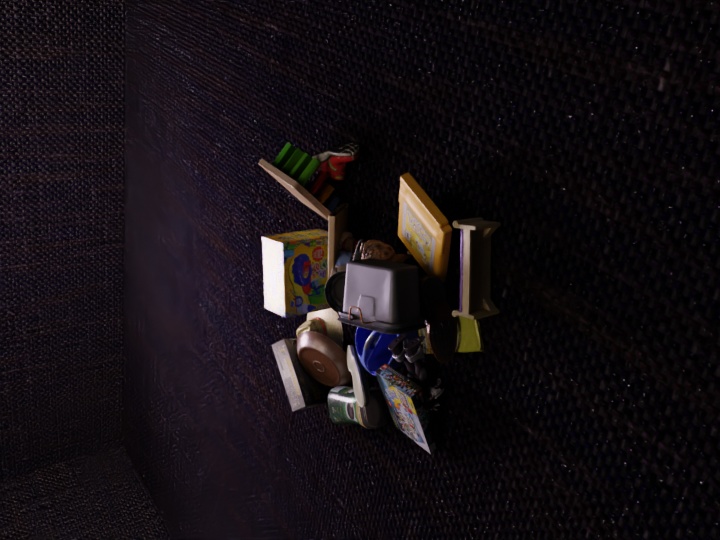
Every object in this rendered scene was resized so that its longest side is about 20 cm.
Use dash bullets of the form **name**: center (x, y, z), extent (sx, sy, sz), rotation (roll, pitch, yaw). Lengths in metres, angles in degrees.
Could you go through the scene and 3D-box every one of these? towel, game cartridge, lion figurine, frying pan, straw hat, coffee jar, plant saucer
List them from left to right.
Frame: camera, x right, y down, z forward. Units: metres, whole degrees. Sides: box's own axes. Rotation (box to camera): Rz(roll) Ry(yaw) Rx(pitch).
- **straw hat**: center (-0.138, 0.185, 1.972), extent (0.200, 0.084, 0.205), rotation (17, 112, 52)
- **plant saucer**: center (-0.107, 0.258, 1.908), extent (0.198, 0.037, 0.203), rotation (23, 139, 22)
- **frying pan**: center (-0.034, 0.017, 1.609), extent (0.113, 0.031, 0.193), rotation (-3, 110, 12)
- **coffee jar**: center (-0.004, 0.365, 1.828), extent (0.199, 0.084, 0.106), rotation (-10, 89, 55)
- **lion figurine**: center (0.071, 0.020, 1.611), extent (0.072, 0.121, 0.203), rotation (-28, 76, 52)
- **game cartridge**: center (0.138, -0.088, 1.505), extent (0.177, 0.032, 0.201), rotation (55, 163, 31)
- **towel**: center (0.200, 0.145, 1.552), extent (0.199, 0.018, 0.088), rotation (-12, 89, 54)

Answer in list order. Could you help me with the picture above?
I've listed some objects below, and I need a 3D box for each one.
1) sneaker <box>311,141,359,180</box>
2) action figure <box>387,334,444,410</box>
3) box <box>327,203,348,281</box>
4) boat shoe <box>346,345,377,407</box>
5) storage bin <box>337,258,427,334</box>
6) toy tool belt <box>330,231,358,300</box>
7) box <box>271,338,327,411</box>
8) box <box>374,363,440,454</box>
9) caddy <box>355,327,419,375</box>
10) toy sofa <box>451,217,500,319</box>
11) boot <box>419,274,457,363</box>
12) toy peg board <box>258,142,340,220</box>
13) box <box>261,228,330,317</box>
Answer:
- **sneaker**: center (-0.053, -0.279, 1.772), extent (0.199, 0.076, 0.086), rotation (2, 115, 61)
- **action figure**: center (0.139, 0.245, 1.592), extent (0.129, 0.069, 0.202), rotation (17, 136, 53)
- **box**: center (-0.058, -0.059, 1.764), extent (0.021, 0.164, 0.204), rotation (6, 107, 10)
- **boat shoe**: center (0.011, 0.270, 1.760), extent (0.200, 0.065, 0.076), rotation (-111, 26, -57)
- **storage bin**: center (0.039, 0.051, 1.498), extent (0.198, 0.144, 0.137), rotation (9, 103, 47)
- **toy tool belt**: center (0.000, 0.000, 1.714), extent (0.126, 0.120, 0.202), rotation (82, -163, -50)
- **box**: center (-0.175, 0.302, 1.993), extent (0.048, 0.158, 0.203), rotation (-24, 76, 17)
- **box**: center (0.114, 0.329, 1.626), extent (0.136, 0.037, 0.202), rotation (29, 147, 48)
- **caddy**: center (0.056, 0.167, 1.680), extent (0.142, 0.104, 0.202), rotation (55, 138, 32)
- **toy sofa**: center (0.230, -0.006, 1.419), extent (0.097, 0.082, 0.204), rotation (14, 109, 51)
- **boot**: center (0.167, 0.102, 1.542), extent (0.097, 0.073, 0.204), rotation (-145, 43, -74)
- **toy peg board**: center (-0.139, -0.240, 1.828), extent (0.098, 0.199, 0.199), rotation (-52, 45, -1)
- **box**: center (-0.157, 0.003, 1.866), extent (0.121, 0.190, 0.204), rotation (16, 112, 51)
